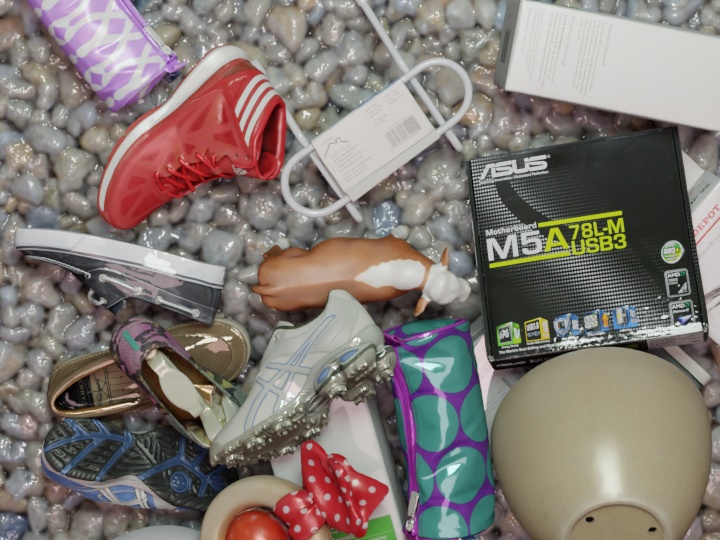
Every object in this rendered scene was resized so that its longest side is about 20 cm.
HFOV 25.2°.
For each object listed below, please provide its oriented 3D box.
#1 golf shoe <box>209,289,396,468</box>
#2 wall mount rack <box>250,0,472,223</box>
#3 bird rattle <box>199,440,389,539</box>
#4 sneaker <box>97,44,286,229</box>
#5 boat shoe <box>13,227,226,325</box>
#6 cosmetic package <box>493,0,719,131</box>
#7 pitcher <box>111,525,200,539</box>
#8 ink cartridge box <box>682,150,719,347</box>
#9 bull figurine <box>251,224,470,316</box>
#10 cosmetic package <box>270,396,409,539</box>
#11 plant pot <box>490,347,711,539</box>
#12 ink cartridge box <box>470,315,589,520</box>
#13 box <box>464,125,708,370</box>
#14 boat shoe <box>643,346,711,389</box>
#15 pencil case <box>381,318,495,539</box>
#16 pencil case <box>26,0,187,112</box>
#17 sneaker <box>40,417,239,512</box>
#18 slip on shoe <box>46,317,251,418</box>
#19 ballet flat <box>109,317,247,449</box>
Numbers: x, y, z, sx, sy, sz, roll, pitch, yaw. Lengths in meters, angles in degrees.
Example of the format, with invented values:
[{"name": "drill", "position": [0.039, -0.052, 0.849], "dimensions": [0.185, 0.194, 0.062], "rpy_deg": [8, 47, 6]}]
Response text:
[{"name": "golf shoe", "position": [-0.062, 0.097, 1.426], "dimensions": [0.199, 0.078, 0.098], "rpy_deg": [-36, 63, 17]}, {"name": "wall mount rack", "position": [-0.003, -0.148, 1.466], "dimensions": [0.199, 0.075, 0.175], "rpy_deg": [-35, 103, 6]}, {"name": "bird rattle", "position": [-0.070, 0.246, 1.433], "dimensions": [0.161, 0.113, 0.203], "rpy_deg": [10, 105, 19]}, {"name": "sneaker", "position": [-0.146, -0.097, 1.444], "dimensions": [0.201, 0.078, 0.116], "rpy_deg": [-52, 57, 10]}, {"name": "boat shoe", "position": [-0.226, 0.007, 1.491], "dimensions": [0.198, 0.072, 0.069], "rpy_deg": [13, 88, -10]}, {"name": "cosmetic package", "position": [0.226, -0.184, 1.439], "dimensions": [0.197, 0.108, 0.086], "rpy_deg": [9, 100, -4]}, {"name": "pitcher", "position": [-0.219, 0.333, 1.548], "dimensions": [0.198, 0.122, 0.173], "rpy_deg": [-15, 122, 13]}, {"name": "ink cartridge box", "position": [0.331, -0.009, 1.496], "dimensions": [0.200, 0.068, 0.116], "rpy_deg": [40, 98, -8]}, {"name": "bull figurine", "position": [0.000, 0.000, 1.467], "dimensions": [0.197, 0.122, 0.066], "rpy_deg": [-1, 102, 0]}, {"name": "cosmetic package", "position": [-0.025, 0.183, 1.516], "dimensions": [0.106, 0.085, 0.202], "rpy_deg": [-16, 102, 6]}, {"name": "plant pot", "position": [0.214, 0.188, 1.400], "dimensions": [0.197, 0.135, 0.202], "rpy_deg": [1, 125, 1]}, {"name": "ink cartridge box", "position": [0.160, 0.142, 1.525], "dimensions": [0.116, 0.067, 0.200], "rpy_deg": [-44, 99, 9]}, {"name": "box", "position": [0.201, -0.020, 1.447], "dimensions": [0.197, 0.048, 0.196], "rpy_deg": [-8, 74, 11]}, {"name": "boat shoe", "position": [0.237, 0.058, 1.507], "dimensions": [0.199, 0.073, 0.062], "rpy_deg": [39, 99, -9]}, {"name": "pencil case", "position": [0.068, 0.144, 1.446], "dimensions": [0.092, 0.085, 0.203], "rpy_deg": [-14, 99, -36]}, {"name": "pencil case", "position": [-0.242, -0.236, 1.434], "dimensions": [0.085, 0.084, 0.201], "rpy_deg": [-29, 104, 40]}, {"name": "sneaker", "position": [-0.210, 0.188, 1.537], "dimensions": [0.198, 0.077, 0.077], "rpy_deg": [18, 63, -18]}, {"name": "slip on shoe", "position": [-0.199, 0.096, 1.516], "dimensions": [0.197, 0.061, 0.077], "rpy_deg": [-10, 102, 2]}, {"name": "ballet flat", "position": [-0.153, 0.118, 1.472], "dimensions": [0.069, 0.071, 0.200], "rpy_deg": [-42, 129, 0]}]
